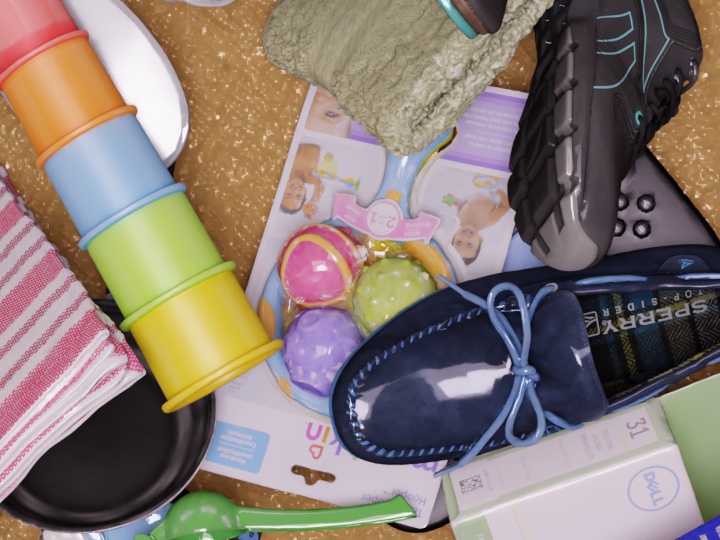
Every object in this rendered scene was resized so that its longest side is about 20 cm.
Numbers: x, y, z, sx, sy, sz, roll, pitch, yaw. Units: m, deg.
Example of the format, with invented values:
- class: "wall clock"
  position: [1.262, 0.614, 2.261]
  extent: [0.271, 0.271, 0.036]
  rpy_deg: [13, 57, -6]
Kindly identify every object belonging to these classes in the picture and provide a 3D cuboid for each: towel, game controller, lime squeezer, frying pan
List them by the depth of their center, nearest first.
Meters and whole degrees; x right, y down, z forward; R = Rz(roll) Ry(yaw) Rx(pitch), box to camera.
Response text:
- class: "lime squeezer"
  position: [-0.075, 0.141, 1.001]
  extent: [0.200, 0.038, 0.071]
  rpy_deg: [-39, 92, -5]
- class: "towel"
  position: [-0.181, 0.042, 1.019]
  extent: [0.146, 0.200, 0.030]
  rpy_deg: [-46, 128, 2]
- class: "towel"
  position: [0.049, -0.149, 1.021]
  extent: [0.200, 0.148, 0.036]
  rpy_deg: [-50, 127, 1]
- class: "frying pan"
  position: [-0.126, 0.034, 1.043]
  extent: [0.114, 0.031, 0.191]
  rpy_deg: [-9, 59, -5]
- class: "game controller"
  position: [0.067, 0.027, 1.052]
  extent: [0.200, 0.042, 0.104]
  rpy_deg: [-39, 76, 3]

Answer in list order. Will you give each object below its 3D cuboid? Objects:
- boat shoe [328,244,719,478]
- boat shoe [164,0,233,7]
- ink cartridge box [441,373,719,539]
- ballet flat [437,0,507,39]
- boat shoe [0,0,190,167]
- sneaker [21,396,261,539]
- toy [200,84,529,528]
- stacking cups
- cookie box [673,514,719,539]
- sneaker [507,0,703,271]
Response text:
- class: "boat shoe"
  position: [0.083, 0.027, 0.980]
  extent: [0.199, 0.069, 0.085]
  rpy_deg: [-24, 100, -13]
- class: "boat shoe"
  position: [-0.071, -0.150, 1.041]
  extent: [0.199, 0.073, 0.066]
  rpy_deg: [23, 107, 30]
- class: "ink cartridge box"
  position: [0.150, 0.120, 1.017]
  extent: [0.199, 0.048, 0.146]
  rpy_deg: [-19, 119, 5]
- class: "ballet flat"
  position: [0.033, -0.172, 0.976]
  extent: [0.068, 0.200, 0.068]
  rpy_deg: [-36, 130, 7]
- class: "boat shoe"
  position: [-0.155, -0.117, 1.059]
  extent: [0.200, 0.064, 0.071]
  rpy_deg: [41, 93, 2]
- class: "sneaker"
  position: [-0.080, 0.148, 1.048]
  extent: [0.090, 0.078, 0.201]
  rpy_deg: [-25, 88, 0]
- class: "toy"
  position: [0.000, 0.000, 1.027]
  extent: [0.115, 0.047, 0.201]
  rpy_deg: [13, 75, 21]
- class: "stacking cups"
  position: [-0.106, -0.040, 1.003]
  extent: [0.060, 0.061, 0.201]
  rpy_deg: [-29, 84, 3]
- class: "cookie box"
  position: [0.122, 0.213, 0.951]
  extent: [0.199, 0.075, 0.171]
  rpy_deg: [-31, 121, 8]
- class: "sneaker"
  position: [0.111, -0.085, 1.007]
  extent: [0.079, 0.075, 0.201]
  rpy_deg: [15, 56, -13]
